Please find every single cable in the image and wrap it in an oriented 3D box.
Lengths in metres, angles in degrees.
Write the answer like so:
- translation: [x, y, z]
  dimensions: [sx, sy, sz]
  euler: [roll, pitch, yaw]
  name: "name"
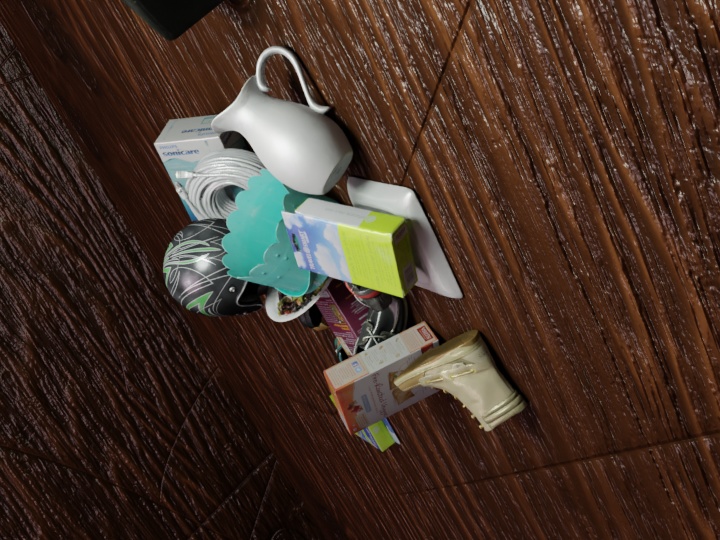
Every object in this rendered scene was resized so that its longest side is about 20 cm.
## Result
- translation: [-0.234, -0.141, 1.748]
  dimensions: [0.200, 0.069, 0.200]
  euler: [-7, 132, 19]
  name: "cable"

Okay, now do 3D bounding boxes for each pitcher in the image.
- translation: [-0.101, -0.225, 1.384]
  dimensions: [0.200, 0.172, 0.121]
  euler: [36, -160, 7]
  name: "pitcher"

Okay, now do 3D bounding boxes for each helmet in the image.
- translation: [-0.269, -0.006, 1.701]
  dimensions: [0.200, 0.200, 0.191]
  euler: [44, -177, 28]
  name: "helmet"

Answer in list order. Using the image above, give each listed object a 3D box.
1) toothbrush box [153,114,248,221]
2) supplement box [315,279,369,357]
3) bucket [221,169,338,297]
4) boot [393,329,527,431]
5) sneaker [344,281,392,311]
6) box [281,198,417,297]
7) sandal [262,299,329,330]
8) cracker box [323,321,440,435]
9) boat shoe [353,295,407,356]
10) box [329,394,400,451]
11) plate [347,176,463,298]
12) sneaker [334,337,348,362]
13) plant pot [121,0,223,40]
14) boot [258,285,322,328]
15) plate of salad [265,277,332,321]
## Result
- translation: [-0.296, -0.202, 1.813]
  dimensions: [0.146, 0.085, 0.200]
  euler: [-3, 133, 21]
  name: "toothbrush box"
- translation: [-0.010, 0.080, 1.723]
  dimensions: [0.200, 0.086, 0.110]
  euler: [59, 160, -12]
  name: "supplement box"
- translation: [-0.131, -0.060, 1.552]
  dimensions: [0.135, 0.207, 0.207]
  euler: [20, 180, -31]
  name: "bucket"
- translation: [0.159, 0.195, 1.477]
  dimensions: [0.200, 0.073, 0.155]
  euler: [-33, 97, 42]
  name: "boot"
- translation: [0.000, 0.000, 1.557]
  dimensions: [0.098, 0.071, 0.200]
  euler: [54, -178, -40]
  name: "sneaker"
- translation: [-0.016, -0.038, 1.389]
  dimensions: [0.200, 0.048, 0.122]
  euler: [15, 137, 32]
  name: "box"
- translation: [-0.103, 0.095, 1.867]
  dimensions: [0.080, 0.200, 0.054]
  euler: [127, 151, -81]
  name: "sandal"
- translation: [0.048, 0.189, 1.591]
  dimensions: [0.058, 0.200, 0.134]
  euler: [55, 167, 44]
  name: "cracker box"
- translation: [0.032, 0.121, 1.615]
  dimensions: [0.072, 0.068, 0.200]
  euler: [24, 117, 10]
  name: "boat shoe"
- translation: [0.009, 0.363, 2.221]
  dimensions: [0.122, 0.048, 0.200]
  euler: [61, 161, -20]
  name: "box"
- translation: [0.058, -0.048, 1.428]
  dimensions: [0.200, 0.032, 0.200]
  euler: [21, 143, 59]
  name: "plate"
- translation: [-0.023, 0.164, 1.884]
  dimensions: [0.071, 0.080, 0.200]
  euler: [35, 162, -6]
  name: "sneaker"
- translation: [-0.295, -0.463, 1.337]
  dimensions: [0.200, 0.200, 0.177]
  euler: [42, 169, 30]
  name: "plant pot"
- translation: [-0.167, 0.030, 1.804]
  dimensions: [0.073, 0.162, 0.198]
  euler: [15, -117, -69]
  name: "boot"
- translation: [-0.112, 0.002, 1.668]
  dimensions: [0.048, 0.200, 0.200]
  euler: [38, 171, -32]
  name: "plate of salad"
